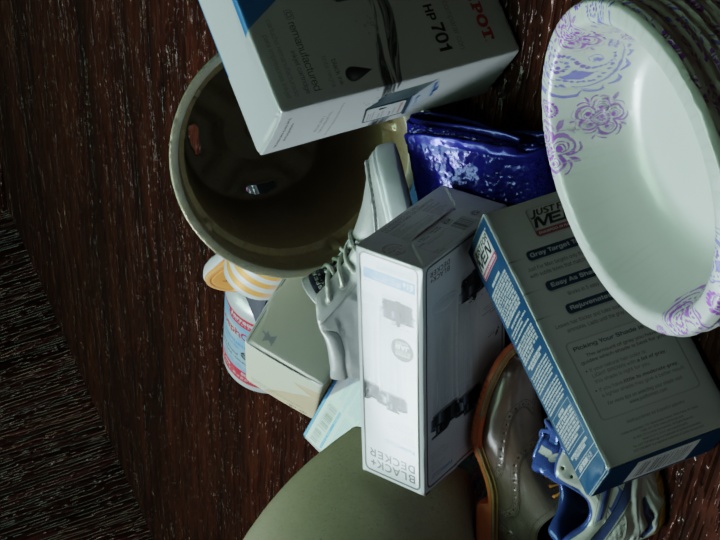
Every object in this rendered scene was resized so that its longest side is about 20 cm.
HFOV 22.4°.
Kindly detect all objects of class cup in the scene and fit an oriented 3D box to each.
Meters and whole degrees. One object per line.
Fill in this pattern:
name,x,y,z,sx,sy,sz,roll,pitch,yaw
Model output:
cup,0.014,0.209,1.450,0.143,0.200,0.200,-67,17,-7

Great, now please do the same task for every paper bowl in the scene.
paper bowl,0.195,-0.070,1.039,0.201,0.104,0.201,163,90,-72

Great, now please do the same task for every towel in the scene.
towel,0.100,-0.017,1.387,0.148,0.050,0.200,15,126,43

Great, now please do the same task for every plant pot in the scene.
plant pot,-0.073,-0.109,1.517,0.183,0.200,0.201,-142,38,-72

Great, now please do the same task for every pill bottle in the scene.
pill bottle,-0.097,0.040,2.007,0.200,0.109,0.109,97,150,-53

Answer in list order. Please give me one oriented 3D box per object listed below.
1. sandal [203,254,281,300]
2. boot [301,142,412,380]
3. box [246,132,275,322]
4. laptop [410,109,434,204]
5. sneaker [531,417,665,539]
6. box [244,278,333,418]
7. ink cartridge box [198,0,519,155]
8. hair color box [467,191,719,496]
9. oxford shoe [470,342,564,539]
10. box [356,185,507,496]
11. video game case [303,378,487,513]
sandal,-0.091,0.003,1.676,0.207,0.079,0.059,140,135,-62
boot,0.000,0.000,1.421,0.074,0.095,0.200,-89,-9,-66
box,-0.067,-0.052,1.823,0.200,0.115,0.132,115,135,-64
laptop,0.020,-0.064,1.537,0.187,0.116,0.200,53,172,45
sneaker,0.167,0.117,1.326,0.075,0.088,0.200,-150,46,-66
box,-0.047,0.061,1.597,0.078,0.095,0.200,31,169,3
ink cartridge box,-0.004,-0.189,1.365,0.086,0.200,0.147,127,123,-67
hair color box,0.162,0.043,1.249,0.061,0.100,0.200,108,142,-63
oxford shoe,0.133,0.146,1.396,0.073,0.071,0.200,17,127,33
box,0.054,0.052,1.354,0.060,0.117,0.200,19,127,31
video game case,0.050,0.153,1.525,0.200,0.018,0.143,44,122,23
